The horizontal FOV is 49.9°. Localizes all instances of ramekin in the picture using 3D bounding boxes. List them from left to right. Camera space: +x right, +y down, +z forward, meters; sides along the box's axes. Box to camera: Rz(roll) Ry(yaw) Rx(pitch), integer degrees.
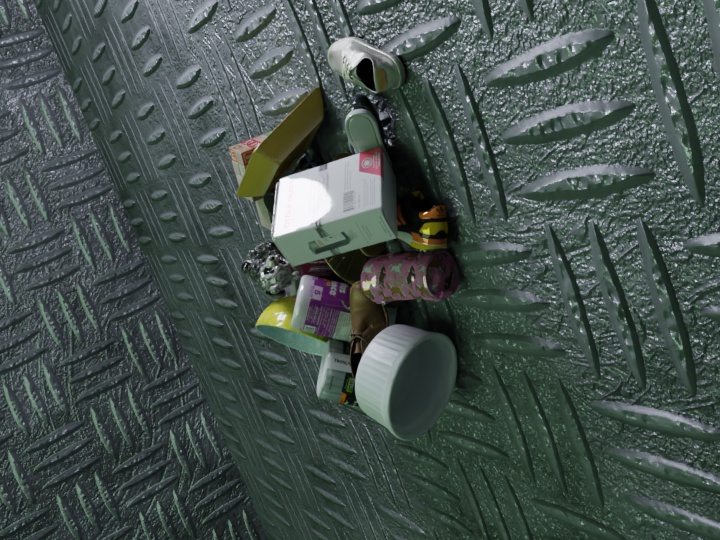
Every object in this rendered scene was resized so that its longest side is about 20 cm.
[{"bbox_3d":[0.080,0.196,1.414,0.097,0.200,0.202,19,131,39],"label":"ramekin"}]

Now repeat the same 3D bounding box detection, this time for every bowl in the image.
[{"bbox_3d":[-0.117,0.105,1.676,0.198,0.109,0.200,17,163,5],"label":"bowl"}]

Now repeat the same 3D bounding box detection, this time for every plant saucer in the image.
[{"bbox_3d":[-0.146,-0.233,1.495,0.048,0.200,0.200,40,153,-2],"label":"plant saucer"}]

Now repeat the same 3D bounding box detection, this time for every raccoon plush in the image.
[{"bbox_3d":[-0.163,0.024,1.646,0.134,0.097,0.200,41,175,36],"label":"raccoon plush"}]

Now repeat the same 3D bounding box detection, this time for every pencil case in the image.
[{"bbox_3d":[0.085,0.012,1.366,0.199,0.083,0.087,-7,125,54],"label":"pencil case"}]

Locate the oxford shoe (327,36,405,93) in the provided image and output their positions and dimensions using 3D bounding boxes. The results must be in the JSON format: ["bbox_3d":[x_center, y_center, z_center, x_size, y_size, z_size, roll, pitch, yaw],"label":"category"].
[{"bbox_3d":[-0.005,-0.335,1.268,0.200,0.057,0.076,35,145,48],"label":"oxford shoe"}]

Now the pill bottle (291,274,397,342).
[{"bbox_3d":[-0.032,0.083,1.540,0.112,0.198,0.114,-167,90,-84],"label":"pill bottle"}]

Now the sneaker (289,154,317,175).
[{"bbox_3d":[-0.131,-0.172,1.625,0.071,0.082,0.200,59,152,9],"label":"sneaker"}]

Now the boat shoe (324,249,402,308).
[{"bbox_3d":[0.002,-0.002,1.500,0.200,0.073,0.063,37,179,1],"label":"boat shoe"}]

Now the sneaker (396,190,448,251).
[{"bbox_3d":[0.085,-0.097,1.326,0.200,0.069,0.091,30,119,53],"label":"sneaker"}]

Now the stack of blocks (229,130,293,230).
[{"bbox_3d":[-0.205,-0.192,1.710,0.058,0.114,0.202,29,139,49],"label":"stack of blocks"}]

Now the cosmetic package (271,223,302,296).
[{"bbox_3d":[-0.127,-0.026,1.727,0.090,0.106,0.202,38,143,43],"label":"cosmetic package"}]

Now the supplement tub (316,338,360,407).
[{"bbox_3d":[0.018,0.215,1.557,0.123,0.198,0.124,-169,90,-84],"label":"supplement tub"}]

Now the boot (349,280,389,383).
[{"bbox_3d":[0.009,0.120,1.445,0.073,0.075,0.203,-6,94,27],"label":"boot"}]

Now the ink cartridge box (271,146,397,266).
[{"bbox_3d":[-0.042,-0.106,1.305,0.085,0.198,0.147,58,-155,-46],"label":"ink cartridge box"}]

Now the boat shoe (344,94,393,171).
[{"bbox_3d":[0.017,-0.212,1.339,0.201,0.075,0.061,81,-172,-50],"label":"boat shoe"}]

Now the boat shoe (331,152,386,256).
[{"bbox_3d":[-0.005,-0.120,1.461,0.063,0.073,0.202,142,111,-71],"label":"boat shoe"}]

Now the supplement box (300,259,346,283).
[{"bbox_3d":[-0.080,-0.048,1.589,0.111,0.085,0.202,-88,-8,-55],"label":"supplement box"}]

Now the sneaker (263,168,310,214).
[{"bbox_3d":[-0.089,-0.155,1.482,0.200,0.108,0.068,3,126,44],"label":"sneaker"}]
